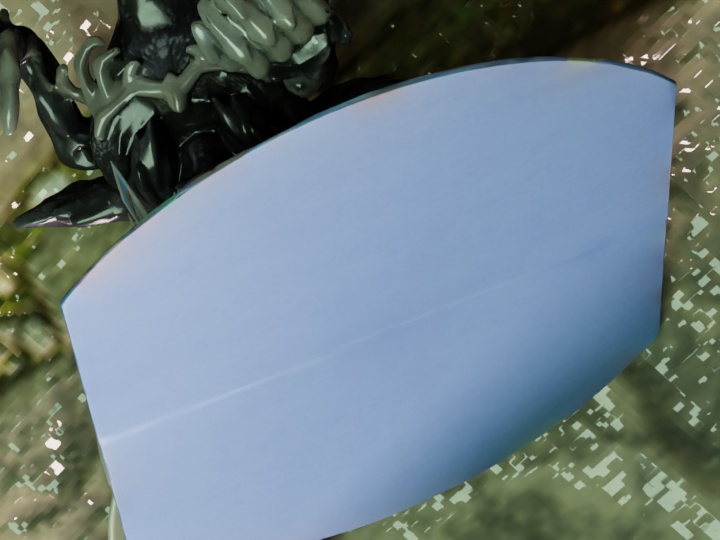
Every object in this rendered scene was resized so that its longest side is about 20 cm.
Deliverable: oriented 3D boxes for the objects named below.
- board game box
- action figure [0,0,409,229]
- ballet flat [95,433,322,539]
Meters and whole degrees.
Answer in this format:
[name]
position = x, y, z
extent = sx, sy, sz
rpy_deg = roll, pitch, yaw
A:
[board game box]
position = 0.000, 0.000, 0.731
extent = 0.157, 0.039, 0.200
rpy_deg = -22, 150, -9
[action figure]
position = -0.061, -0.069, 0.729
extent = 0.118, 0.102, 0.201
rpy_deg = -18, 109, 14
[ballet flat]
position = -0.038, 0.117, 0.851
extent = 0.069, 0.069, 0.201
rpy_deg = -1, 113, 20
